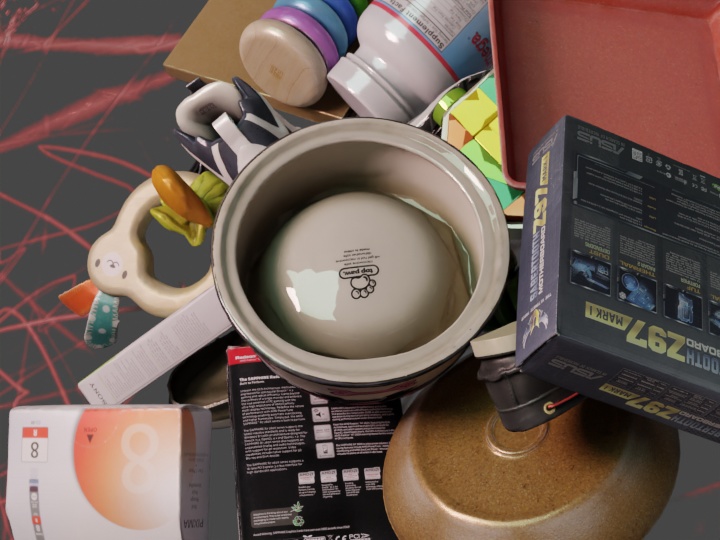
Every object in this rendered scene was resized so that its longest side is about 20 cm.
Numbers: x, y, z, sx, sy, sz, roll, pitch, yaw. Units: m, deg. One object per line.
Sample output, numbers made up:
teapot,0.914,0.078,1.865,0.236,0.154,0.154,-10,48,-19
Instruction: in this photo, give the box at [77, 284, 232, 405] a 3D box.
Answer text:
box,-0.113,0.031,1.127,0.199,0.037,0.144,-33,3,25

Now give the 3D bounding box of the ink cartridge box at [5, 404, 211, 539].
ink cartridge box,-0.189,0.200,1.057,0.160,0.050,0.203,-3,78,27

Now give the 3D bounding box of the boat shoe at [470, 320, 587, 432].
boat shoe,0.153,0.045,0.909,0.200,0.064,0.073,-20,3,-38

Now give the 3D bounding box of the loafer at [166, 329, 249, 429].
loafer,-0.071,0.056,1.101,0.198,0.070,0.076,-26,47,17

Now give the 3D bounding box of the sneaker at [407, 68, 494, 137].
sneaker,0.063,-0.100,1.140,0.198,0.075,0.079,-29,8,3

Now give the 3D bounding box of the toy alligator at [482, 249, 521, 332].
toy alligator,0.142,0.006,0.989,0.198,0.060,0.054,-21,11,26

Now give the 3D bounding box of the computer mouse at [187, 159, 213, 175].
computer mouse,-0.131,-0.146,1.331,0.109,0.044,0.202,-27,36,56

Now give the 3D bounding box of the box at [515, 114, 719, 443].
box,0.191,0.013,0.862,0.051,0.198,0.159,130,154,-51

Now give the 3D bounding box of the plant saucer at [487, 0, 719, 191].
plant saucer,0.181,-0.124,0.998,0.197,0.037,0.202,5,60,-10

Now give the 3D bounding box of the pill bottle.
pill bottle,0.068,-0.204,1.186,0.200,0.109,0.109,-47,42,-1

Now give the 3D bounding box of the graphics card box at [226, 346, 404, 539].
graphics card box,-0.026,0.141,0.996,0.124,0.051,0.202,-3,48,-8

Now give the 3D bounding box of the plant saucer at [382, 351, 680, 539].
plant saucer,0.104,0.111,0.932,0.197,0.036,0.202,-12,46,13

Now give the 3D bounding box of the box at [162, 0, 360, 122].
box,-0.058,-0.215,1.303,0.198,0.021,0.164,20,63,26

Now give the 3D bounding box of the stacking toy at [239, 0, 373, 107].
stacking toy,-0.020,-0.235,1.252,0.085,0.086,0.201,6,48,40

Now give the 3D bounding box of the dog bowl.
dog bowl,0.000,0.000,0.971,0.197,0.074,0.203,0,61,0

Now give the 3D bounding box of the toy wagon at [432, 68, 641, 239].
toy wagon,0.120,-0.081,1.050,0.200,0.040,0.155,-41,66,-4

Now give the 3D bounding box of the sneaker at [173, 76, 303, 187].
sneaker,-0.097,-0.115,1.200,0.079,0.130,0.200,-37,20,12

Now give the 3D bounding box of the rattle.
rattle,-0.197,-0.004,1.212,0.198,0.132,0.143,-22,8,15
